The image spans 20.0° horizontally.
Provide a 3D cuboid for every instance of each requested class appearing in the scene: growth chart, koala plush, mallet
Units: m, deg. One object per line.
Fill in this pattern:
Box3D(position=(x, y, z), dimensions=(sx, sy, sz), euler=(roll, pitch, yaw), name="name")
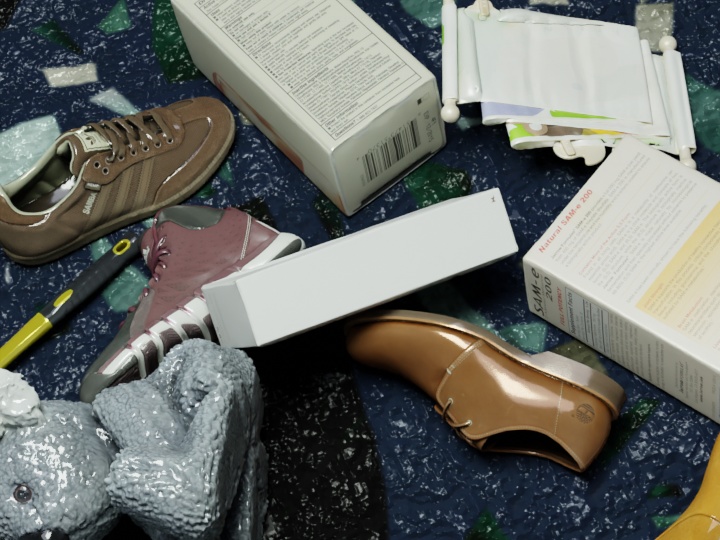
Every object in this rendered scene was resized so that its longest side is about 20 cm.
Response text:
Box3D(position=(0.149, -0.136, 1.484), dimensions=(0.199, 0.018, 0.145), euler=(11, 56, -5), name="growth chart")
Box3D(position=(-0.168, 0.132, 1.314), dimensions=(0.199, 0.178, 0.184), euler=(-2, 45, 9), name="koala plush")
Box3D(position=(-0.238, 0.035, 1.461), dimensions=(0.066, 0.041, 0.200), euler=(29, 62, 21), name="mallet")

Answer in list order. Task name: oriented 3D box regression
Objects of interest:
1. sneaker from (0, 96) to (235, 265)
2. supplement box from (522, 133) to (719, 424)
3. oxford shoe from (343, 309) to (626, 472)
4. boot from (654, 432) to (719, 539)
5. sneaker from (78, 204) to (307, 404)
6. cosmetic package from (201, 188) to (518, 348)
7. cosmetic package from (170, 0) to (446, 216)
Box3D(position=(-0.181, -0.077, 1.498), dimensions=(0.199, 0.076, 0.070), euler=(-34, 58, -12), name="sneaker")
Box3D(position=(0.225, 0.013, 1.370), dimensions=(0.199, 0.074, 0.126), euler=(32, 68, 26), name="supplement box")
Box3D(position=(0.071, 0.079, 1.359), dimensions=(0.199, 0.071, 0.072), euler=(18, 69, 20), name="oxford shoe")
Box3D(position=(0.186, 0.184, 1.269), dimensions=(0.143, 0.071, 0.202), euler=(-25, 27, 22), name="boot")
Box3D(position=(-0.139, 0.023, 1.436), dimensions=(0.200, 0.076, 0.115), euler=(-36, 53, -26), name="sneaker")
Box3D(position=(0.000, 0.000, 1.380), dimensions=(0.199, 0.082, 0.051), euler=(-20, 92, -21), name="cosmetic package")
Box3D(position=(-0.038, -0.148, 1.513), dimensions=(0.103, 0.087, 0.200), euler=(-36, 59, -13), name="cosmetic package")
